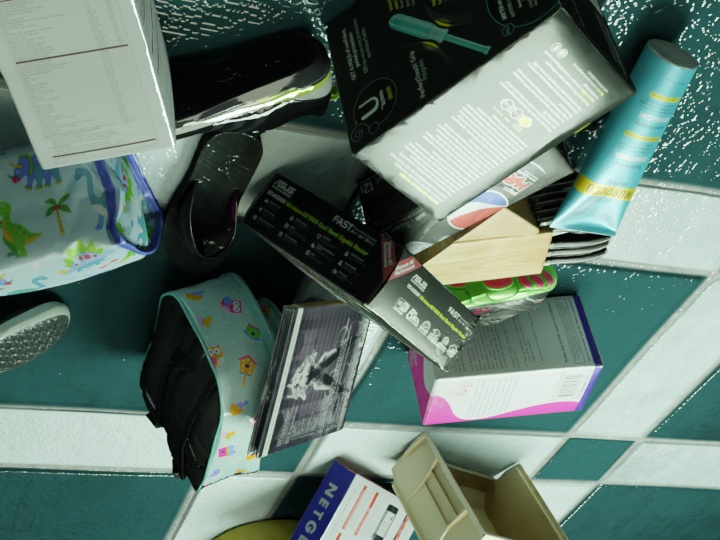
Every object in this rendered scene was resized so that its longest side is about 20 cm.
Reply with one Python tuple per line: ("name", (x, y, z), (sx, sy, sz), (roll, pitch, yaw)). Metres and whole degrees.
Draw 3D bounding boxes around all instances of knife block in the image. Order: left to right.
("knife block", (0.155, -0.031, 1.244), (0.199, 0.065, 0.174), (-35, 137, 27))

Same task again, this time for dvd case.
("dvd case", (-0.046, 0.104, 1.225), (0.016, 0.151, 0.199), (18, -172, 22))

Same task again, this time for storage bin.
("storage bin", (0.163, 0.329, 1.613), (0.198, 0.200, 0.094), (23, 115, -38))

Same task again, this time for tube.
("tube", (0.249, -0.118, 1.133), (0.076, 0.051, 0.202), (9, 126, -17))

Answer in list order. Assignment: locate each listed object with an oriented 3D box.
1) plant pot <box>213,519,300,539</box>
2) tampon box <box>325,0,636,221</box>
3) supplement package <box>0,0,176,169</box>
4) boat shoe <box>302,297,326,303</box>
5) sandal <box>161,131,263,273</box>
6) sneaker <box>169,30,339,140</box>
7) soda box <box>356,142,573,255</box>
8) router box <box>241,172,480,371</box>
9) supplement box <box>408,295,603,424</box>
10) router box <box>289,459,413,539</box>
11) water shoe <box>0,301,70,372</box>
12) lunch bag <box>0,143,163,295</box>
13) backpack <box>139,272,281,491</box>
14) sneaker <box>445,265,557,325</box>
("plant pot", (-0.126, 0.494, 1.748), (0.197, 0.191, 0.202), (-7, 144, -5))
("tampon box", (0.092, -0.169, 0.972), (0.199, 0.152, 0.126), (-32, 139, 25))
("supplement package", (-0.211, -0.190, 0.891), (0.112, 0.111, 0.201), (-10, 144, -3))
("boat shoe", (-0.073, 0.105, 1.358), (0.065, 0.073, 0.201), (17, 128, -30))
("sandal", (-0.144, -0.056, 1.138), (0.074, 0.049, 0.202), (3, 140, -20))
("sneaker", (-0.110, -0.136, 1.024), (0.196, 0.073, 0.083), (-14, 145, 2))
("soda box", (0.097, -0.089, 1.145), (0.198, 0.072, 0.063), (-27, 142, 20))
("router box", (0.000, 0.000, 1.130), (0.063, 0.199, 0.150), (-53, 138, -4))
("supplement box", (0.163, 0.104, 1.393), (0.196, 0.105, 0.102), (-5, 144, -12))
("router box", (-0.020, 0.384, 1.653), (0.179, 0.049, 0.202), (38, 79, -46))
("water shoe", (-0.393, 0.066, 1.213), (0.198, 0.079, 0.072), (-27, 154, -25))
("lunch bag", (-0.272, -0.044, 1.058), (0.167, 0.130, 0.200), (-13, 173, 2))
("backpack", (-0.142, 0.106, 1.250), (0.151, 0.177, 0.202), (-17, 146, -22))
("sneaker", (0.117, 0.031, 1.305), (0.196, 0.078, 0.085), (-3, 139, -11))
